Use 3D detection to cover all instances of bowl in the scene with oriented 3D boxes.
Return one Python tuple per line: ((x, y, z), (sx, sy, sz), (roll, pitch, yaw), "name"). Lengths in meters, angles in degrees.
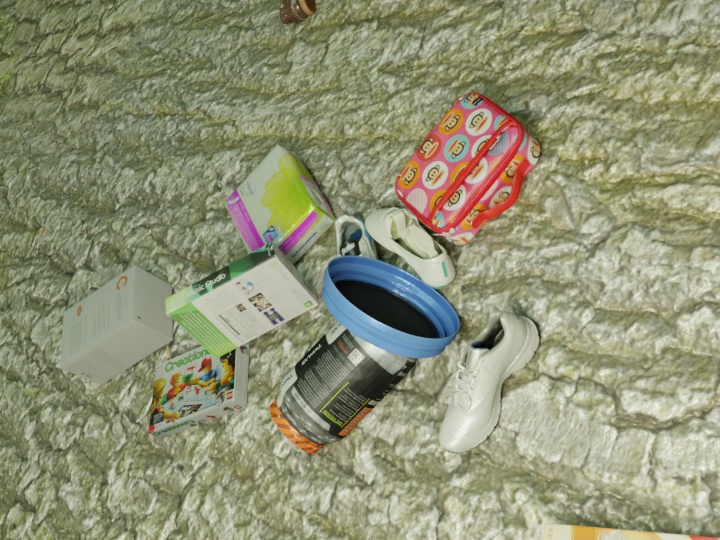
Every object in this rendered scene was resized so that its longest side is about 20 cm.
((0.038, 0.050, 1.375), (0.201, 0.199, 0.040), (51, 122, 45), "bowl")

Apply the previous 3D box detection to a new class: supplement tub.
((-0.028, 0.154, 1.422), (0.200, 0.122, 0.123), (-46, 44, 11), "supplement tub")

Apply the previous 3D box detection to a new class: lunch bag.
((0.160, -0.140, 1.460), (0.201, 0.082, 0.176), (-51, 47, 9), "lunch bag")

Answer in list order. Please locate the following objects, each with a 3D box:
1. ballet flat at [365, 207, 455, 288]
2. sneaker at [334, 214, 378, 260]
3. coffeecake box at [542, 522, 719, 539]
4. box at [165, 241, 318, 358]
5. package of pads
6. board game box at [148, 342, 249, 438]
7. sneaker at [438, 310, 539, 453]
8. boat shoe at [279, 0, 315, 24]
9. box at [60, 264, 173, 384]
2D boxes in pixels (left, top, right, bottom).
((0.071, -0.052, 1.482), (0.070, 0.069, 0.200), (-50, 48, 7), "ballet flat")
((0.000, 0.000, 1.524), (0.072, 0.072, 0.201), (-35, 49, 19), "sneaker")
((0.286, 0.356, 1.058), (0.198, 0.073, 0.155), (-6, 61, 39), "coffeecake box")
((-0.184, 0.049, 1.579), (0.198, 0.145, 0.037), (-28, 47, 10), "box")
((-0.138, -0.104, 1.710), (0.155, 0.068, 0.201), (-45, 45, 13), "package of pads")
((-0.268, 0.191, 1.680), (0.199, 0.035, 0.128), (-24, 52, 30), "board game box")
((0.149, 0.138, 1.298), (0.074, 0.087, 0.202), (23, 84, 44), "sneaker")
((-0.132, -0.569, 1.971), (0.070, 0.070, 0.202), (-20, 55, 28), "boat shoe")
((-0.445, 0.101, 1.846), (0.199, 0.097, 0.125), (-30, 49, 27), "box")
